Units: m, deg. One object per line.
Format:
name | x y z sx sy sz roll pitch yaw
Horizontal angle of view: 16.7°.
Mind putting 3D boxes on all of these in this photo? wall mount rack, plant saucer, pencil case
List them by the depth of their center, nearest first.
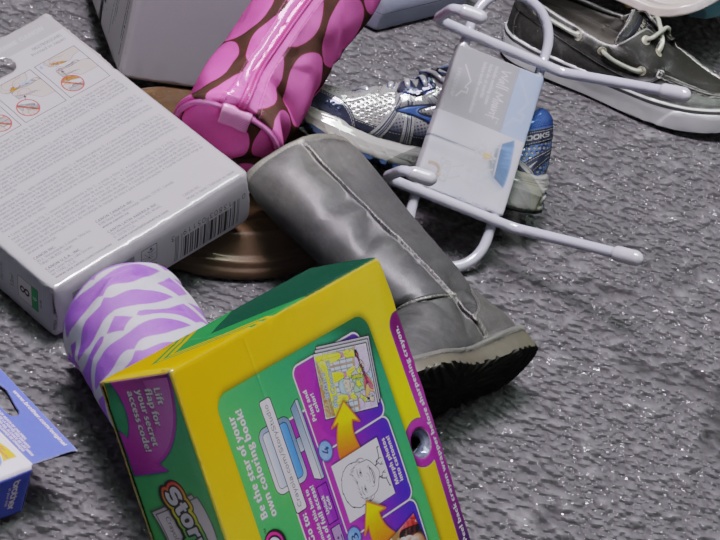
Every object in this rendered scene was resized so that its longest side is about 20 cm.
pencil case | -0.101 0.082 1.362 0.084 0.086 0.200 7 34 -33
pencil case | -0.044 -0.156 1.597 0.091 0.094 0.201 34 67 -12
wall mount rack | 0.114 -0.087 1.617 0.173 0.201 0.075 20 -9 -14
plant saucer | -0.101 -0.065 1.623 0.199 0.030 0.201 13 34 -9

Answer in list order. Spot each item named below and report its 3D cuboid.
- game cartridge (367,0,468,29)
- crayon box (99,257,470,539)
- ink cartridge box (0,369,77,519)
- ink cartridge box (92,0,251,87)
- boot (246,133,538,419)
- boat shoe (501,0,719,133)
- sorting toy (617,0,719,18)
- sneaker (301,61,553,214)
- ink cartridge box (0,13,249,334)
game cartridge | -0.015 -0.261 1.937 0.133 0.041 0.200 -22 50 -39
crayon box | -0.030 0.117 1.256 0.058 0.201 0.172 -10 12 42
ink cartridge box | -0.263 0.102 1.299 0.199 0.042 0.119 -22 50 -40
ink cartridge box | -0.111 -0.206 1.746 0.145 0.085 0.200 7 26 -18
boot | -0.002 0.002 1.508 0.200 0.073 0.181 52 30 17
boat shoe | 0.207 -0.163 1.872 0.199 0.064 0.071 19 34 2
sorting toy | 0.228 -0.251 1.953 0.199 0.107 0.180 25 28 10
sneaker | 0.041 -0.106 1.678 0.199 0.086 0.077 18 -1 -9
ink cartridge box | -0.193 -0.063 1.532 0.161 0.050 0.200 -33 55 -32
